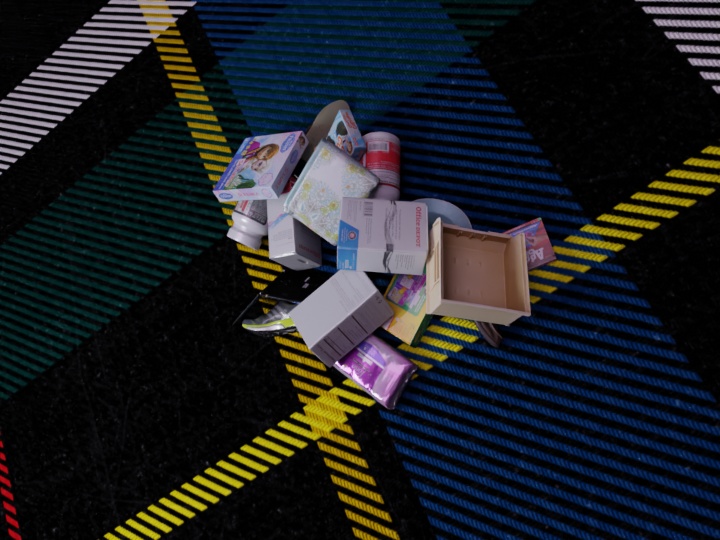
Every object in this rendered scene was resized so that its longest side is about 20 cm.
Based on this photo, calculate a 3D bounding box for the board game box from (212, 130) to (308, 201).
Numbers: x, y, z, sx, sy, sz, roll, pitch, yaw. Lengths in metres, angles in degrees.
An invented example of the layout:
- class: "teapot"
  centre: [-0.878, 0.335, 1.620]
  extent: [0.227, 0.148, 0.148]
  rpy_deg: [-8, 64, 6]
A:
- class: "board game box"
  centre: [-0.253, -0.265, 1.516]
  extent: [0.195, 0.041, 0.203]
  rpy_deg: [0, 53, 31]

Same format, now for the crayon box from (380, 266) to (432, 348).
- class: "crayon box"
  centre: [0.123, 0.062, 1.404]
  extent: [0.117, 0.058, 0.203]
  rpy_deg: [28, 89, 26]

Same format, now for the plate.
- class: "plate"
  centre: [0.166, -0.088, 1.404]
  extent: [0.194, 0.026, 0.204]
  rpy_deg: [-1, 53, 1]

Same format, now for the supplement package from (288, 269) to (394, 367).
- class: "supplement package"
  centre: [-0.043, 0.098, 1.359]
  extent: [0.199, 0.118, 0.118]
  rpy_deg: [-39, 52, 1]

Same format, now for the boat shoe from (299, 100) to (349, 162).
- class: "boat shoe"
  centre: [-0.105, -0.375, 1.599]
  extent: [0.203, 0.073, 0.063]
  rpy_deg: [-53, 20, -10]

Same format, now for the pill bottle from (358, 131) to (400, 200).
- class: "pill bottle"
  centre: [0.045, -0.228, 1.477]
  extent: [0.109, 0.112, 0.206]
  rpy_deg: [-4, 77, 22]

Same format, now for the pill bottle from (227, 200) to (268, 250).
- class: "pill bottle"
  centre: [-0.277, -0.166, 1.601]
  extent: [0.114, 0.116, 0.204]
  rpy_deg: [22, 86, 26]

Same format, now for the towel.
- class: "towel"
  centre: [-0.073, -0.182, 1.413]
  extent: [0.169, 0.048, 0.202]
  rpy_deg: [34, 105, -4]

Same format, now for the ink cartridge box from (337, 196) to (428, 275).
- class: "ink cartridge box"
  centre: [0.049, -0.077, 1.327]
  extent: [0.194, 0.085, 0.148]
  rpy_deg: [4, 54, 0]

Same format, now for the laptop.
- class: "laptop"
  centre: [-0.196, 0.076, 1.489]
  extent: [0.195, 0.178, 0.106]
  rpy_deg: [11, 112, 11]

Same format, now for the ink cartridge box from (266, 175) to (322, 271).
- class: "ink cartridge box"
  centre: [-0.169, -0.117, 1.525]
  extent: [0.084, 0.147, 0.206]
  rpy_deg: [-10, 73, 23]

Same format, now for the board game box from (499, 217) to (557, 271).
- class: "board game box"
  centre: [0.335, -0.034, 1.357]
  extent: [0.196, 0.019, 0.105]
  rpy_deg: [-23, 71, 17]

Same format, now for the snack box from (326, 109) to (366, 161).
- class: "snack box"
  centre: [-0.053, -0.292, 1.509]
  extent: [0.118, 0.036, 0.201]
  rpy_deg: [67, 149, 23]

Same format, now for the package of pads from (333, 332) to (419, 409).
- class: "package of pads"
  centre: [0.028, 0.220, 1.398]
  extent: [0.198, 0.076, 0.122]
  rpy_deg: [33, 89, 26]

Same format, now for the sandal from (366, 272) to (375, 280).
- class: "sandal"
  centre: [0.001, 0.001, 1.477]
  extent: [0.073, 0.048, 0.206]
  rpy_deg: [1, 78, 23]

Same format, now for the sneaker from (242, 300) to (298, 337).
- class: "sneaker"
  centre: [-0.214, 0.122, 1.538]
  extent: [0.194, 0.074, 0.083]
  rpy_deg: [-8, 68, 14]

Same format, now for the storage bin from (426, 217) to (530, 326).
- class: "storage bin"
  centre: [0.245, 0.000, 1.260]
  extent: [0.194, 0.094, 0.204]
  rpy_deg: [8, 66, -11]

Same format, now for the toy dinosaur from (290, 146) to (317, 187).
- class: "toy dinosaur"
  centre: [-0.075, -0.215, 1.500]
  extent: [0.194, 0.106, 0.185]
  rpy_deg: [9, 124, -2]

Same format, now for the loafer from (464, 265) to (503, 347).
- class: "loafer"
  centre: [0.269, 0.072, 1.319]
  extent: [0.070, 0.073, 0.204]
  rpy_deg: [-28, 83, 7]
